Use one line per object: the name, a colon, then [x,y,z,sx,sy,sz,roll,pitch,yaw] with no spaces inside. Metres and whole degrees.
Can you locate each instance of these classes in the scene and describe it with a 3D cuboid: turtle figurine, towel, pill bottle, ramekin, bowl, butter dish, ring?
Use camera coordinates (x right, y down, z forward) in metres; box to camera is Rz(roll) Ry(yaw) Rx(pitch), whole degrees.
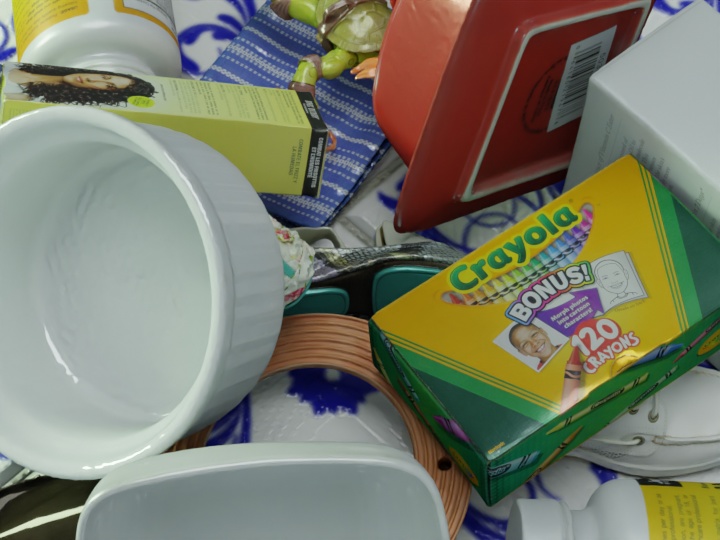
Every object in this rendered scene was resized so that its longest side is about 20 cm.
turtle figurine: [-0.019,-0.165,1.219,0.199,0.065,0.161,-36,63,-22]
towel: [-0.037,-0.123,1.239,0.144,0.024,0.201,28,59,14]
pill bottle: [-0.181,-0.172,1.208,0.108,0.110,0.202,-6,57,-9]
ramekin: [-0.139,0.010,1.003,0.200,0.202,0.097,37,18,19]
pill bottle: [0.183,0.175,1.006,0.197,0.112,0.112,3,56,-3]
bowl: [-0.051,0.181,0.956,0.197,0.202,0.075,-3,18,-5]
butter dish: [0.078,-0.150,1.144,0.198,0.201,0.148,-19,50,-41]
ring: [-0.031,0.119,1.062,0.198,0.019,0.203,-3,62,5]

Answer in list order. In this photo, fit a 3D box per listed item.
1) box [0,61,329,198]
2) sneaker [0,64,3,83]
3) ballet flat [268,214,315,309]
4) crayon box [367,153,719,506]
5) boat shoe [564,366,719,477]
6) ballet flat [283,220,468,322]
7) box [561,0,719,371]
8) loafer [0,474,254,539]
box: [-0.123,-0.087,1.101,0.197,0.051,0.075,4,24,-15]
sneaker: [-0.225,-0.028,1.135,0.114,0.081,0.202,9,63,-3]
ballet flat: [-0.112,-0.025,1.095,0.198,0.064,0.076,11,66,37]
crayon box: [0.118,0.032,1.048,0.199,0.059,0.119,-32,60,-16]
boat shoe: [0.156,0.079,1.092,0.197,0.070,0.071,1,56,-4]
ballet flat: [0.000,0.000,1.133,0.198,0.072,0.073,-3,56,-7]
box: [0.236,-0.041,1.129,0.106,0.153,0.200,-35,66,-23]
loafer: [-0.138,0.135,1.016,0.198,0.072,0.074,-12,61,1]
